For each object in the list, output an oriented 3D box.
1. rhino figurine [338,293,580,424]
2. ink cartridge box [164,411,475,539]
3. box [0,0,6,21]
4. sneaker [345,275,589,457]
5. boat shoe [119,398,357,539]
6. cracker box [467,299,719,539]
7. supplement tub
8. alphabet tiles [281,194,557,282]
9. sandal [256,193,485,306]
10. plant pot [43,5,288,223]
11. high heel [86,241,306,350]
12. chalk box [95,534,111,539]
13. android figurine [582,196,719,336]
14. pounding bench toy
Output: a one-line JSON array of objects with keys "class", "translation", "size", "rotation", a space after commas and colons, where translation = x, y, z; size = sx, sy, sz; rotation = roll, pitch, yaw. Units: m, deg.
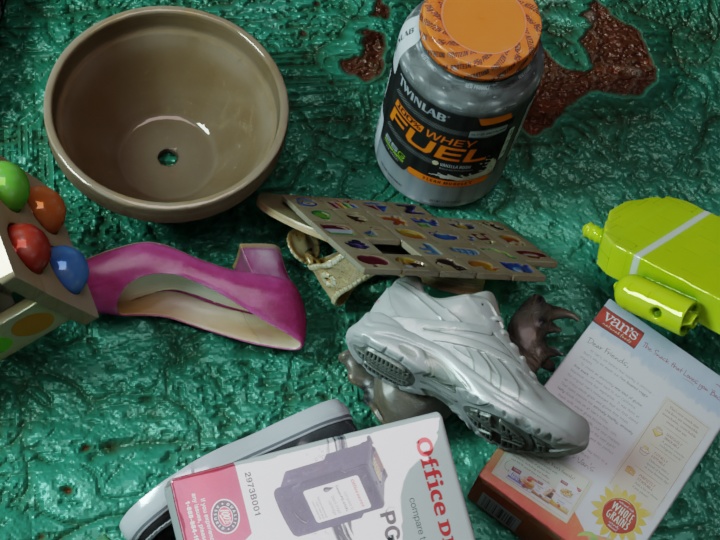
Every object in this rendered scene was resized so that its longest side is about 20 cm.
[{"class": "rhino figurine", "translation": [0.089, 0.071, 1.085], "size": [0.199, 0.060, 0.088], "rotation": [-18, 64, -13]}, {"class": "ink cartridge box", "translation": [-0.023, 0.195, 0.939], "size": [0.199, 0.084, 0.146], "rotation": [-13, 79, -14]}, {"class": "box", "translation": [-0.422, -0.218, 1.169], "size": [0.199, 0.050, 0.159], "rotation": [8, 62, -4]}, {"class": "sneaker", "translation": [0.094, 0.065, 1.014], "size": [0.199, 0.078, 0.100], "rotation": [31, 67, 6]}, {"class": "boat shoe", "translation": [-0.082, 0.169, 1.013], "size": [0.199, 0.070, 0.066], "rotation": [-23, 67, -27]}, {"class": "cracker box", "translation": [0.197, 0.139, 1.068], "size": [0.134, 0.058, 0.200], "rotation": [36, 64, 12]}, {"class": "supplement tub", "translation": [0.082, -0.151, 1.121], "size": [0.122, 0.200, 0.123], "rotation": [3, 62, -6]}, {"class": "alphabet tiles", "translation": [0.055, -0.027, 1.095], "size": [0.199, 0.008, 0.167], "rotation": [3, 20, -28]}, {"class": "sandal", "translation": [-0.002, 0.001, 1.104], "size": [0.211, 0.070, 0.078], "rotation": [19, 16, 19]}, {"class": "plant pot", "translation": [-0.162, -0.116, 1.130], "size": [0.199, 0.093, 0.202], "rotation": [3, 62, -5]}, {"class": "high heel", "translation": [-0.143, 0.032, 1.072], "size": [0.199, 0.068, 0.096], "rotation": [-2, 52, -24]}, {"class": "chalk box", "translation": [-0.176, 0.267, 0.869], "size": [0.125, 0.200, 0.124], "rotation": [-36, 73, -23]}, {"class": "android figurine", "translation": [0.283, -0.005, 1.129], "size": [0.199, 0.041, 0.182], "rotation": [28, 38, 31]}, {"class": "pounding bench toy", "translation": [-0.309, -0.034, 1.016], "size": [0.155, 0.124, 0.201], "rotation": [-29, 67, 8]}]
